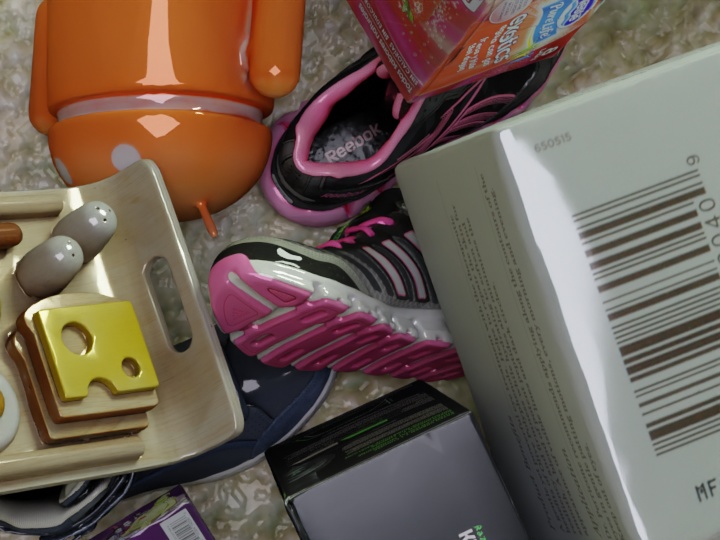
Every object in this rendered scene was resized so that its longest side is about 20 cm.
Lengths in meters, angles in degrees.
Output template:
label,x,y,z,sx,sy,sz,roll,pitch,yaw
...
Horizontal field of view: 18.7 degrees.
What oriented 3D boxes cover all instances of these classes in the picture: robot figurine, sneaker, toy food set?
label,x,y,z,sx,sy,sz,roll,pitch,yaw
robot figurine,-0.099,-0.111,1.098,0.144,0.117,0.200,0,83,-2
sneaker,0.000,0.000,1.077,0.200,0.074,0.088,11,63,-43
toy food set,-0.151,0.019,0.955,0.200,0.060,0.144,-5,68,-42
sneaker,0.035,-0.098,1.113,0.200,0.095,0.079,-40,84,-7
sneaker,-0.101,0.072,1.063,0.202,0.146,0.077,-26,83,-6

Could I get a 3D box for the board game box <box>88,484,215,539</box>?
label,x,y,z,sx,sy,sz,roll,pitch,yaw
board game box,-0.087,0.215,1.062,0.120,0.032,0.200,-32,111,-8

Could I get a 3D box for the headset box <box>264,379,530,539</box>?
label,x,y,z,sx,sy,sz,roll,pitch,yaw
headset box,0.035,0.153,1.016,0.093,0.200,0.174,-25,94,-5

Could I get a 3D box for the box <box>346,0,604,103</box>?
label,x,y,z,sx,sy,sz,roll,pitch,yaw
box,0.031,-0.195,1.059,0.100,0.095,0.200,-20,73,-35

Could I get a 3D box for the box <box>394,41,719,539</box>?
label,x,y,z,sx,sy,sz,roll,pitch,yaw
box,0.152,0.006,0.995,0.200,0.171,0.199,-20,92,-15
